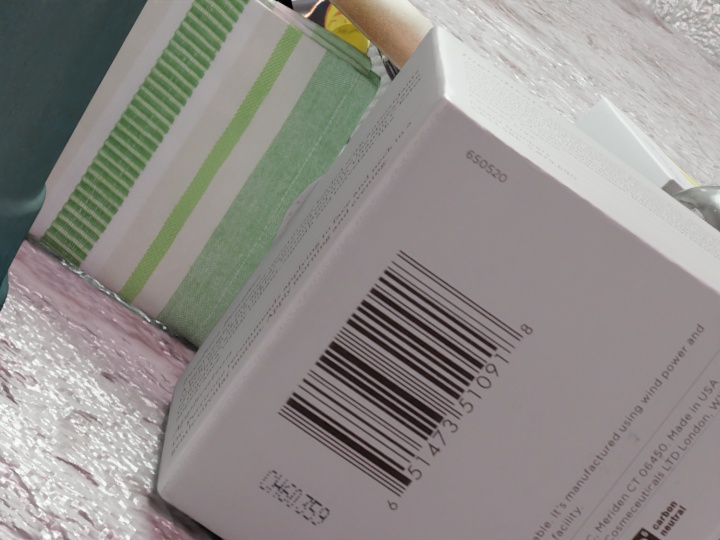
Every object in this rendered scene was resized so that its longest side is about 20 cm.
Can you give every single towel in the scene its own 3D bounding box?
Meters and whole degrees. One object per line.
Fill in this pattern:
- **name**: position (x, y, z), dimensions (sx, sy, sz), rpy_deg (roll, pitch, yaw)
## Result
- **towel**: position (-0.108, -0.080, 1.328), dimensions (0.199, 0.153, 0.023), rpy_deg (34, -3, -11)

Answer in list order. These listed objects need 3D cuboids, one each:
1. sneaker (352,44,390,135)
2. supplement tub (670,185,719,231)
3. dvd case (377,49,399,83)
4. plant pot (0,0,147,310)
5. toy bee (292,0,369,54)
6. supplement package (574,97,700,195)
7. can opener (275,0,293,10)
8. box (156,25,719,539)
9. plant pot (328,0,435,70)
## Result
- **sneaker**: position (0.053, -0.080, 1.875), dimensions (0.079, 0.078, 0.200), rpy_deg (12, 39, -50)
- **supplement tub**: position (0.215, 0.025, 1.520), dimensions (0.199, 0.123, 0.123), rpy_deg (10, 25, -26)
- **dvd case**: position (0.047, -0.062, 1.623), dimensions (0.149, 0.016, 0.200), rpy_deg (62, 2, -10)
- **plant pot**: position (-0.173, -0.118, 1.184), dimensions (0.200, 0.197, 0.200), rpy_deg (33, 14, -9)
- **toy bee**: position (-0.046, -0.122, 1.691), dimensions (0.130, 0.110, 0.200), rpy_deg (-1, -4, 15)
- **supplement package**: position (0.186, 0.012, 1.768), dimensions (0.200, 0.110, 0.114), rpy_deg (39, 10, -34)
- **can opener**: position (-0.062, -0.069, 1.372), dimensions (0.063, 0.078, 0.201), rpy_deg (-13, 87, -64)
- **box**: position (0.053, 0.046, 1.194), dimensions (0.199, 0.199, 0.131), rpy_deg (34, 14, -10)
- **plant pot**: position (0.038, -0.093, 1.403), dimensions (0.200, 0.027, 0.200), rpy_deg (45, 3, -3)
